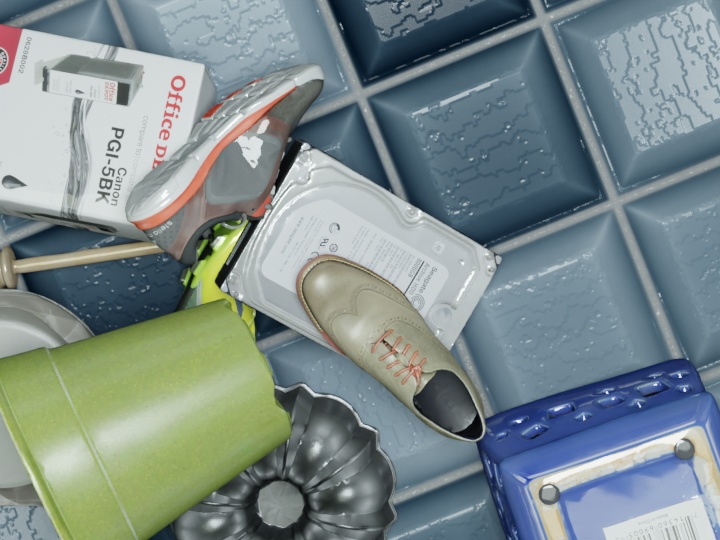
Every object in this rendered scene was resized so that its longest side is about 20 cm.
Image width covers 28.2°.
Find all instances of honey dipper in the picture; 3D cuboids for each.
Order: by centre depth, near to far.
[{"bbox_3d":[-0.242,-0.009,1.218,0.200,0.038,0.038,-7,92,0],"label":"honey dipper"}]

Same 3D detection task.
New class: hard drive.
[{"bbox_3d":[0.000,0.000,1.180,0.200,0.038,0.140,30,93,-19],"label":"hard drive"}]

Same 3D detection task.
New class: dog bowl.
[{"bbox_3d":[-0.297,0.108,1.202,0.200,0.059,0.200,0,98,-3],"label":"dog bowl"}]

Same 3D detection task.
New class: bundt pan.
[{"bbox_3d":[-0.069,0.197,1.202,0.202,0.076,0.202,0,93,2],"label":"bundt pan"}]

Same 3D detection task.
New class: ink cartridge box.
[{"bbox_3d":[-0.232,-0.112,1.179,0.200,0.083,0.147,10,82,1],"label":"ink cartridge box"}]

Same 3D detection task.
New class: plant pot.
[{"bbox_3d":[-0.161,0.114,1.100,0.190,0.200,0.200,-25,92,-11],"label":"plant pot"},{"bbox_3d":[0.214,0.195,1.141,0.200,0.180,0.200,-19,91,3],"label":"plant pot"}]

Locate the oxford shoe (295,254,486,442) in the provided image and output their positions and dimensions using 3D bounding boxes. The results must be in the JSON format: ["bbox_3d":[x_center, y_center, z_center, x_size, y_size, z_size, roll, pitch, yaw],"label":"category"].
[{"bbox_3d":[0.032,0.062,1.141,0.200,0.075,0.070,41,89,-19],"label":"oxford shoe"}]

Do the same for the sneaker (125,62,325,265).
[{"bbox_3d":[-0.094,-0.083,1.127,0.200,0.077,0.082,-44,114,-18],"label":"sneaker"}]

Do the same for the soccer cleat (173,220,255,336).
[{"bbox_3d":[-0.115,0.029,1.207,0.084,0.065,0.200,28,93,-15],"label":"soccer cleat"}]
